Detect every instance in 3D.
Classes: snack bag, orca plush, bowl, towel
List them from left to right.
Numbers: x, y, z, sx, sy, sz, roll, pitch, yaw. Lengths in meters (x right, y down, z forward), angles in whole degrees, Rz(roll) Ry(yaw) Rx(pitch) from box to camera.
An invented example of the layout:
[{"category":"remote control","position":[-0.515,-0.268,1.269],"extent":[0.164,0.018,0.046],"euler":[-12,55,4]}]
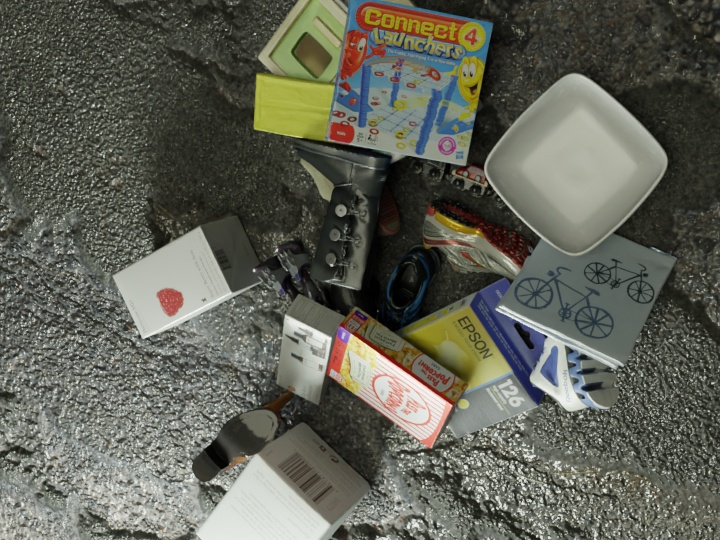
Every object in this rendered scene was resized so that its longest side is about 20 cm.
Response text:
[{"category":"towel","position":[-0.057,-0.231,1.455],"extent":[0.199,0.018,0.087],"euler":[10,110,11]},{"category":"orca plush","position":[0.000,0.000,1.537],"extent":[0.071,0.105,0.201],"euler":[-24,60,54]},{"category":"bowl","position":[0.295,-0.141,1.381],"extent":[0.200,0.075,0.200],"euler":[46,103,10]},{"category":"snack bag","position":[0.310,0.018,1.382],"extent":[0.188,0.200,0.021],"euler":[25,152,18]}]

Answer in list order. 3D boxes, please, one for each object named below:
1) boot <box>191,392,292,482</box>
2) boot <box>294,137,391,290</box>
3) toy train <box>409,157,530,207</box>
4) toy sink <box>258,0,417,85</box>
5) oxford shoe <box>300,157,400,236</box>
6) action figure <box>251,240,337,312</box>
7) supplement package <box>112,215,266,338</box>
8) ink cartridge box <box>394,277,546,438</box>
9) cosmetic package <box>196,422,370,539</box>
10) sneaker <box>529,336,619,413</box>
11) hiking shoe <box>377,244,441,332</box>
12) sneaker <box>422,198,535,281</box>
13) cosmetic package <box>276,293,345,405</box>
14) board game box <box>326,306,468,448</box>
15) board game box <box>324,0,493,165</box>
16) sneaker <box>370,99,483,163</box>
[{"category":"boot","position":[-0.155,0.246,1.604],"extent":[0.068,0.200,0.188],"euler":[46,118,7]},{"category":"boot","position":[-0.043,-0.084,1.485],"extent":[0.164,0.065,0.201],"euler":[20,109,33]},{"category":"toy train","position":[0.167,-0.133,1.478],"extent":[0.199,0.034,0.046],"euler":[24,97,19]},{"category":"toy sink","position":[-0.032,-0.346,1.479],"extent":[0.130,0.112,0.200],"euler":[46,114,9]},{"category":"oxford shoe","position":[-0.016,-0.124,1.549],"extent":[0.200,0.071,0.074],"euler":[53,130,13]},{"category":"action figure","position":[-0.082,0.055,1.602],"extent":[0.130,0.069,0.200],"euler":[-43,78,34]},{"category":"supplement package","position":[-0.280,0.011,1.657],"extent":[0.199,0.120,0.122],"euler":[-26,90,26]},{"category":"ink cartridge box","position":[0.176,0.135,1.487],"extent":[0.199,0.047,0.198],"euler":[-27,108,28]},{"category":"cosmetic package","position":[-0.123,0.390,1.637],"extent":[0.165,0.165,0.200],"euler":[42,113,12]},{"category":"sneaker","position":[0.282,0.113,1.425],"extent":[0.115,0.080,0.201],"euler":[-36,56,48]},{"category":"hiking shoe","position":[0.057,0.056,1.533],"extent":[0.074,0.087,0.201],"euler":[21,108,19]},{"category":"sneaker","position":[0.180,-0.027,1.478],"extent":[0.199,0.078,0.083],"euler":[32,123,21]},{"category":"cosmetic package","position":[-0.081,0.127,1.570],"extent":[0.082,0.051,0.201],"euler":[27,143,12]},{"category":"board game box","position":[0.050,0.160,1.488],"extent":[0.199,0.046,0.152],"euler":[34,148,13]},{"category":"board game box","position":[0.065,-0.259,1.388],"extent":[0.199,0.056,0.197],"euler":[9,98,-6]},{"category":"sneaker","position":[0.067,-0.235,1.476],"extent":[0.200,0.074,0.119],"euler":[-31,93,16]}]
